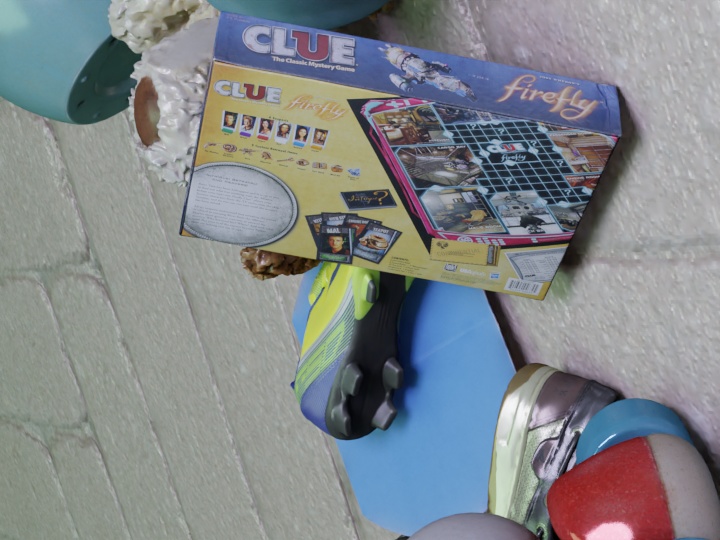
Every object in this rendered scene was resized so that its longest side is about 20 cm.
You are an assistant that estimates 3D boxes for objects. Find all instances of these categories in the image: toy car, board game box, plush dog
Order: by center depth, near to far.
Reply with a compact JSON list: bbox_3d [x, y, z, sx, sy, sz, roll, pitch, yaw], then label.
[{"bbox_3d":[0.082,0.177,0.833,0.185,0.198,0.179,-91,-10,-70],"label":"toy car"},{"bbox_3d":[0.016,-0.054,0.876,0.136,0.198,0.035,109,169,-51],"label":"board game box"},{"bbox_3d":[-0.058,-0.091,1.025,0.201,0.159,0.173,-111,13,-49],"label":"plush dog"},{"bbox_3d":[0.040,0.056,1.053,0.158,0.039,0.202,-35,70,41],"label":"board game box"}]

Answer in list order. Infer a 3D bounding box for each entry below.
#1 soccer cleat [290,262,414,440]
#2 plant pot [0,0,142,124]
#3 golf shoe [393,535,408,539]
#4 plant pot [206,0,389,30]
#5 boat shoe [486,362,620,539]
[{"bbox_3d":[-0.001,0.000,1.015,0.084,0.064,0.202,34,116,46],"label":"soccer cleat"},{"bbox_3d":[-0.194,-0.195,1.146,0.161,0.200,0.201,46,148,11],"label":"plant pot"},{"bbox_3d":[0.071,0.210,1.066,0.199,0.088,0.078,7,114,57],"label":"golf shoe"},{"bbox_3d":[-0.035,-0.224,0.848,0.201,0.199,0.189,53,163,25],"label":"plant pot"},{"bbox_3d":[0.106,0.154,0.947,0.066,0.071,0.203,9,100,38],"label":"boat shoe"}]
